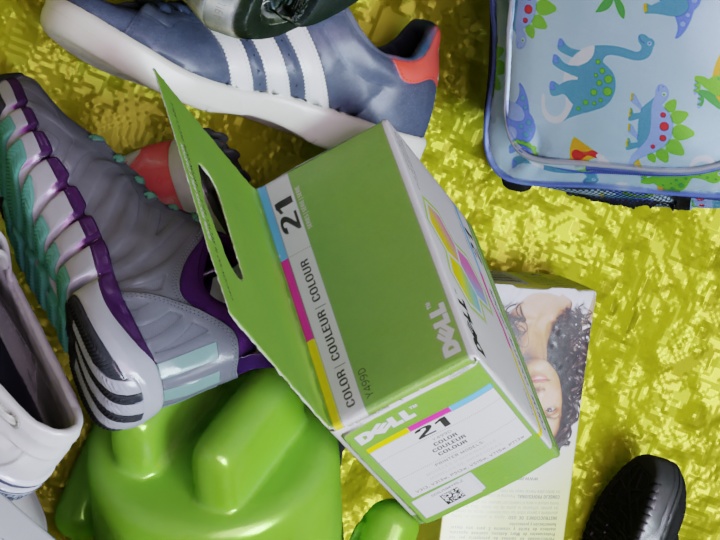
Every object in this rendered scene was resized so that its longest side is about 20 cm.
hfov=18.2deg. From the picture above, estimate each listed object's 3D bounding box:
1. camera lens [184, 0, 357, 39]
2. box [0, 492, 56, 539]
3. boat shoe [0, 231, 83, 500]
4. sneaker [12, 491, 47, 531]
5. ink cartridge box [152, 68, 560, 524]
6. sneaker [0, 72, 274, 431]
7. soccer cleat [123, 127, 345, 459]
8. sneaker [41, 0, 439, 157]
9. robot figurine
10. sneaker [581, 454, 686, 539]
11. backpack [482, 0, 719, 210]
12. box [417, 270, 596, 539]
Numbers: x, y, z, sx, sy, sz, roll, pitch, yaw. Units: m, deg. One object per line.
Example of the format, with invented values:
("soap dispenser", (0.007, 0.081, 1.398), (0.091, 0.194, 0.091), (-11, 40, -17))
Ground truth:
("camera lens", (-0.053, -0.212, 0.960), (0.160, 0.160, 0.200), (-39, 82, -9))
("box", (-0.204, 0.120, 0.982), (0.200, 0.122, 0.048), (45, 51, -20))
("boat shoe", (-0.181, 0.003, 0.993), (0.074, 0.065, 0.200), (-21, 74, -52))
("sneaker", (-0.217, 0.080, 1.027), (0.073, 0.085, 0.200), (-47, 112, -8))
("ink cartridge box", (0.000, 0.000, 0.986), (0.076, 0.148, 0.200), (-27, 142, 10))
("sneaker", (-0.106, -0.015, 1.008), (0.087, 0.200, 0.074), (-14, 144, -19))
("soccer cleat", (-0.066, 0.025, 1.089), (0.073, 0.068, 0.200), (-15, 119, 17))
("sneaker", (-0.050, -0.113, 1.051), (0.200, 0.075, 0.085), (16, 96, -31))
("robot figurine", (-0.065, 0.121, 1.048), (0.116, 0.175, 0.200), (-54, 153, -39))
("sneaker", (0.159, 0.200, 1.196), (0.104, 0.060, 0.200), (16, 99, -20))
("backpack", (0.160, -0.115, 1.052), (0.200, 0.147, 0.183), (5, 99, 11))
("box", (0.067, 0.102, 1.149), (0.075, 0.050, 0.200), (2, 99, -20))
